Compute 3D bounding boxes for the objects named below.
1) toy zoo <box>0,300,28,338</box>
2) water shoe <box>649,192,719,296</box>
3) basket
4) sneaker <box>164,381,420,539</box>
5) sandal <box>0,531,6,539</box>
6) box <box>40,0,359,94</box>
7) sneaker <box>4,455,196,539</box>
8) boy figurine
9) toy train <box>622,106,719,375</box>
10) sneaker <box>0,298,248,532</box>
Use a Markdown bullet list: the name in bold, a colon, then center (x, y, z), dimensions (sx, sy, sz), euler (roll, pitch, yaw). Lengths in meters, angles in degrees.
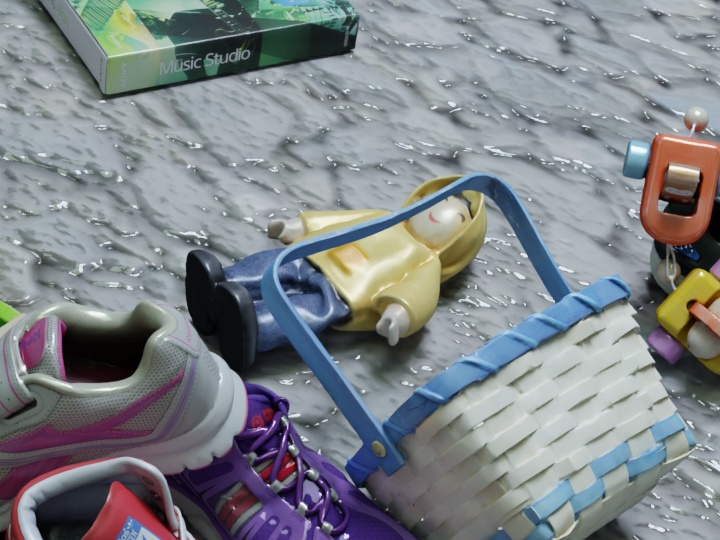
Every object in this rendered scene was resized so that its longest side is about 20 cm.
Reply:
- **toy zoo**: center (-0.282, 0.033, 0.981), dimensions (0.131, 0.021, 0.199), euler (-34, 41, -31)
- **water shoe**: center (0.278, -0.001, 1.111), dimensions (0.198, 0.079, 0.072), euler (12, 39, 5)
- **basket**: center (0.059, 0.053, 0.938), dimensions (0.175, 0.139, 0.201), euler (-22, 77, -36)
- **sneaker**: center (-0.046, 0.108, 0.915), dimensions (0.199, 0.084, 0.080), euler (31, 44, 25)
- **sandal**: center (-0.190, 0.100, 0.932), dimensions (0.075, 0.043, 0.200), euler (-13, 43, -25)
- **box**: center (-0.120, -0.194, 1.317), dimensions (0.198, 0.037, 0.145), euler (-15, 44, -25)
- **sneaker**: center (-0.070, 0.148, 0.817), dimensions (0.198, 0.113, 0.072), euler (18, 61, 2)
- **boy figurine**: center (0.000, 0.000, 1.076), dimensions (0.199, 0.065, 0.124), euler (-19, 43, -25)
- **toy train**: center (0.242, -0.006, 1.059), dimensions (0.198, 0.152, 0.056), euler (16, 4, 4)
- **sneaker**: center (-0.158, 0.061, 0.868), dimensions (0.198, 0.089, 0.082), euler (-18, 44, -4)
